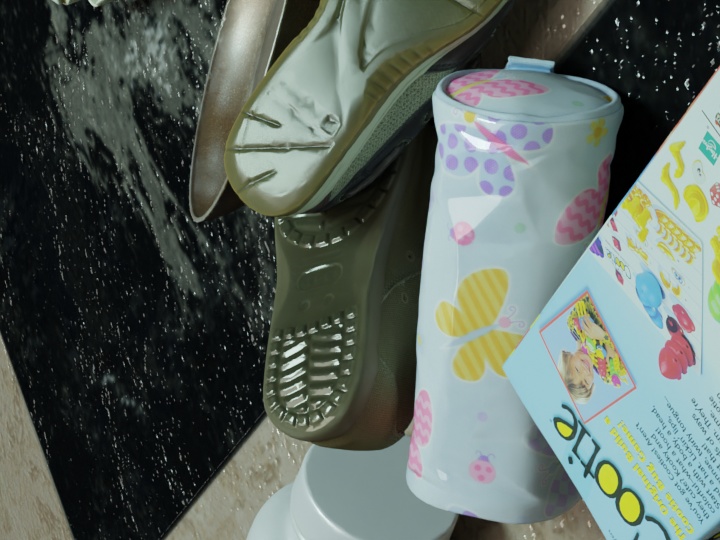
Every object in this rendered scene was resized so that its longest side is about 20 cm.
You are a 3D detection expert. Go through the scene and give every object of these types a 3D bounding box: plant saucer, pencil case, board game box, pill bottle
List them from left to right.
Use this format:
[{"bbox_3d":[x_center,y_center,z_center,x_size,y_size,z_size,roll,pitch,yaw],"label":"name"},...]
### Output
[{"bbox_3d":[-0.046,-0.119,0.878,0.200,0.032,0.201,-166,90,-75],"label":"plant saucer"},{"bbox_3d":[-0.015,0.179,0.907,0.111,0.111,0.200,53,140,35],"label":"pill bottle"},{"bbox_3d":[0.068,0.011,0.758,0.083,0.091,0.201,10,113,19],"label":"pencil case"},{"bbox_3d":[0.147,0.012,0.586,0.105,0.103,0.200,59,150,20],"label":"board game box"}]

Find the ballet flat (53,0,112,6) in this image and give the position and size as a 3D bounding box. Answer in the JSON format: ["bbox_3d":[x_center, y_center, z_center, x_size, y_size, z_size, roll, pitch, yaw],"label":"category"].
[{"bbox_3d":[-0.188,-0.203,1.113,0.200,0.070,0.066,18,129,58],"label":"ballet flat"}]

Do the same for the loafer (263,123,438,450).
[{"bbox_3d":[0.000,0.000,0.826,0.076,0.067,0.201,-6,56,31],"label":"loafer"}]

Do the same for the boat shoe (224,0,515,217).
[{"bbox_3d":[0.019,-0.105,0.773,0.072,0.066,0.201,44,102,17],"label":"boat shoe"}]
